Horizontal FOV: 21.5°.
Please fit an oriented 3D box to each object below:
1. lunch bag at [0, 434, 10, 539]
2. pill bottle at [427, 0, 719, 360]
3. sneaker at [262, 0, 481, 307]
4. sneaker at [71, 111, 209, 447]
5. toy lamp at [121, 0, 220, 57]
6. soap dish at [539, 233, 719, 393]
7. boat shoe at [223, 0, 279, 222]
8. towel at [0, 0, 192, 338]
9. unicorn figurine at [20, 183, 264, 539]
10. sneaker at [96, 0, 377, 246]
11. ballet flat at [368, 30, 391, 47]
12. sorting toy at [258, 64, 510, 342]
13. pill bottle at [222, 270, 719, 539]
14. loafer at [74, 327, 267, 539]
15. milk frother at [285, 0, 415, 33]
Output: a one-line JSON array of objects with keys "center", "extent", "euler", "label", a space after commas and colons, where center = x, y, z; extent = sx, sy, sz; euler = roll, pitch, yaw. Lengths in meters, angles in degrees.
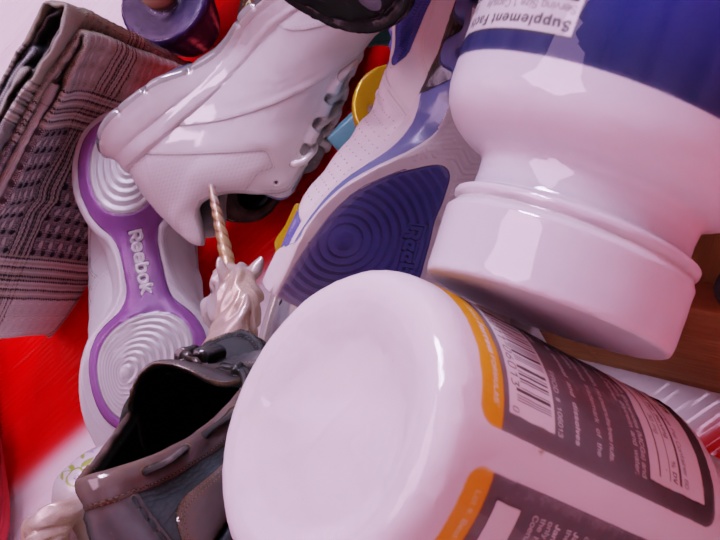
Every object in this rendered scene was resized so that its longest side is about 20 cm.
[{"center": [-0.279, 0.115, 1.152], "extent": [0.176, 0.082, 0.201], "euler": [-42, 42, 25], "label": "lunch bag"}, {"center": [0.098, -0.078, 0.658], "extent": [0.119, 0.119, 0.201], "euler": [12, 80, 51], "label": "pill bottle"}, {"center": [0.038, -0.067, 0.789], "extent": [0.200, 0.080, 0.115], "euler": [-57, 17, 10], "label": "sneaker"}, {"center": [-0.110, 0.018, 1.032], "extent": [0.074, 0.100, 0.201], "euler": [-4, 80, 5], "label": "sneaker"}, {"center": [-0.132, -0.173, 1.056], "extent": [0.058, 0.200, 0.059], "euler": [-7, 69, 18], "label": "toy lamp"}, {"center": [0.151, -0.054, 0.746], "extent": [0.157, 0.081, 0.201], "euler": [12, 80, 51], "label": "soap dish"}, {"center": [-0.034, -0.120, 1.004], "extent": [0.070, 0.070, 0.201], "euler": [-158, 84, -72], "label": "boat shoe"}, {"center": [-0.168, -0.046, 1.049], "extent": [0.034, 0.200, 0.193], "euler": [34, 97, 16], "label": "towel"}, {"center": [-0.093, 0.081, 0.906], "extent": [0.200, 0.074, 0.138], "euler": [-57, -13, -39], "label": "unicorn figurine"}, {"center": [-0.037, -0.089, 0.929], "extent": [0.200, 0.074, 0.087], "euler": [-35, 89, 30], "label": "sneaker"}, {"center": [0.066, -0.141, 0.912], "extent": [0.199, 0.076, 0.064], "euler": [13, 46, 47], "label": "ballet flat"}, {"center": [0.000, 0.000, 0.902], "extent": [0.180, 0.106, 0.201], "euler": [-22, 51, 65], "label": "sorting toy"}, {"center": [0.058, 0.085, 0.677], "extent": [0.116, 0.199, 0.117], "euler": [-27, 50, 37], "label": "pill bottle"}, {"center": [-0.067, 0.062, 0.758], "extent": [0.072, 0.063, 0.200], "euler": [-22, 19, 14], "label": "loafer"}, {"center": [0.019, -0.228, 0.694], "extent": [0.188, 0.180, 0.200], "euler": [-46, -5, -25], "label": "milk frother"}]
